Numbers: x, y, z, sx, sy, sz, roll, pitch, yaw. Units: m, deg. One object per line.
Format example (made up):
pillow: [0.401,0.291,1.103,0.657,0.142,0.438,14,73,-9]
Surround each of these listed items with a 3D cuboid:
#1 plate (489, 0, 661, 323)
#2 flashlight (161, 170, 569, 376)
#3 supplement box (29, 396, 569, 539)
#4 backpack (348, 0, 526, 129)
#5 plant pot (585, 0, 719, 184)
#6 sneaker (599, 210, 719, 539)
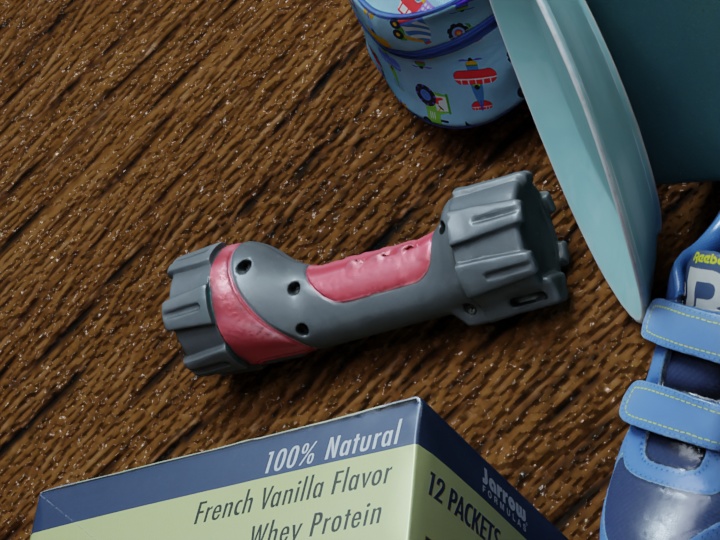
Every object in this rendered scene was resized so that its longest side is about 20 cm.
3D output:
plate: [0.093,-0.074,0.881,0.025,0.201,0.201,-22,44,0]
flashlight: [0.000,0.000,0.987,0.198,0.068,0.068,-18,46,29]
supplement box: [-0.032,0.187,0.816,0.198,0.134,0.201,-16,50,28]
backpack: [0.068,-0.181,1.026,0.200,0.134,0.183,-40,41,10]
plant pot: [0.216,-0.131,0.854,0.198,0.142,0.142,4,48,32]
sneaker: [0.145,0.039,0.830,0.074,0.082,0.201,15,70,42]
